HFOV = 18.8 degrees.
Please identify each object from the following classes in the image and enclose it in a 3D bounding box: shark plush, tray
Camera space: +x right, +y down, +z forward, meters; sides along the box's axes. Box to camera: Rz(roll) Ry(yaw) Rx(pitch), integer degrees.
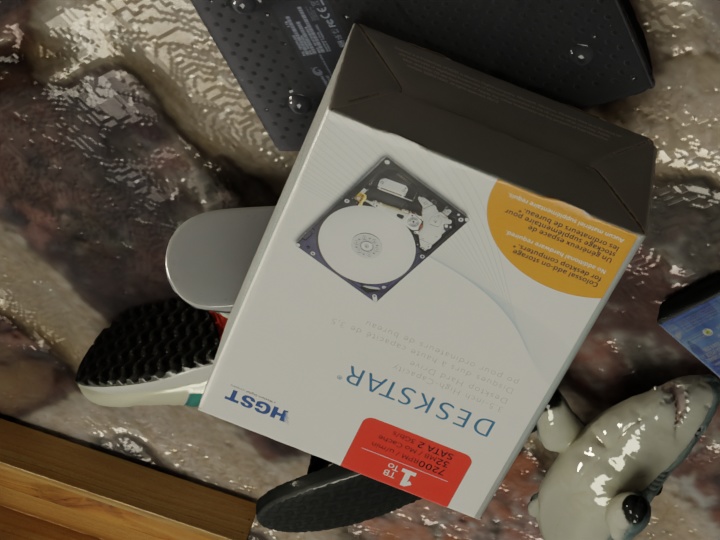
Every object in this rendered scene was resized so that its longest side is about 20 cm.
[{"bbox_3d":[0.148,0.136,1.229,0.091,0.083,0.200,44,145,35],"label":"shark plush"},{"bbox_3d":[-0.172,0.157,1.401,0.199,0.037,0.099,19,140,1],"label":"tray"}]

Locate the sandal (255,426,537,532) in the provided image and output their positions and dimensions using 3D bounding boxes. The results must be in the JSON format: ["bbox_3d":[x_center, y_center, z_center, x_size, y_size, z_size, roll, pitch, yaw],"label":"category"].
[{"bbox_3d":[0.025,0.098,1.254,0.200,0.048,0.075,-29,145,25],"label":"sandal"}]

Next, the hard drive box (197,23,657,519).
[{"bbox_3d":[0.029,0.004,1.037,0.155,0.077,0.200,21,130,-4],"label":"hard drive box"}]

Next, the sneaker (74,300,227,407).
[{"bbox_3d":[-0.067,0.066,1.234,0.199,0.070,0.094,-11,125,27],"label":"sneaker"}]

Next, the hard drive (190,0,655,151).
[{"bbox_3d":[0.027,-0.124,1.012,0.199,0.042,0.135,-8,133,27],"label":"hard drive"}]

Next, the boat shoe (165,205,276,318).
[{"bbox_3d":[0.000,0.000,1.143,0.199,0.072,0.066,-7,165,9],"label":"boat shoe"}]

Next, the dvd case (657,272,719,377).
[{"bbox_3d":[0.273,0.053,1.133,0.200,0.018,0.143,40,134,-21],"label":"dvd case"}]
